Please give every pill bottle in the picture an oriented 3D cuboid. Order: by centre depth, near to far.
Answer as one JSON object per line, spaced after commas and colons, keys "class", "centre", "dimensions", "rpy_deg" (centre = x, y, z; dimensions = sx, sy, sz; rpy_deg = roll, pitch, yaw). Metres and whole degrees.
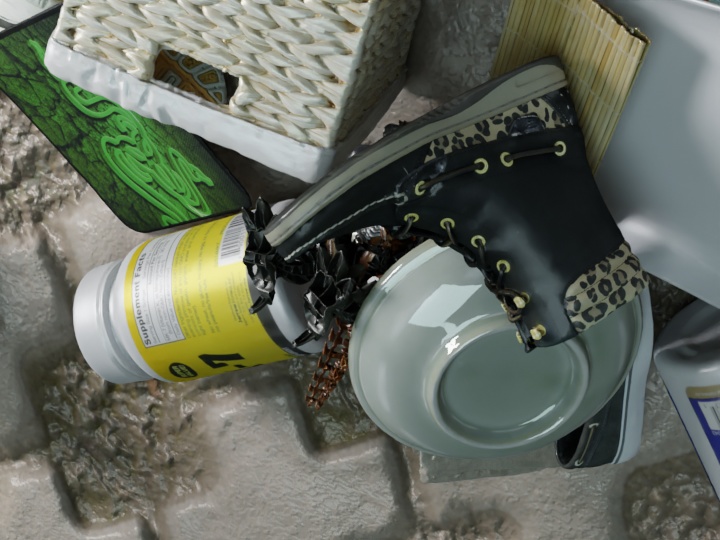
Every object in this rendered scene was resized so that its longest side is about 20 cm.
{"class": "pill bottle", "centre": [0.293, 0.117, 0.937], "dimensions": [0.118, 0.120, 0.202], "rpy_deg": [-19, 109, 27]}
{"class": "pill bottle", "centre": [-0.115, 0.022, 1.033], "dimensions": [0.198, 0.114, 0.115], "rpy_deg": [-14, 112, 29]}

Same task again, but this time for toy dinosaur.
{"class": "toy dinosaur", "centre": [0.000, 0.000, 0.918], "dimensions": [0.101, 0.135, 0.204], "rpy_deg": [5, 97, 41]}

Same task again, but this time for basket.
{"class": "basket", "centre": [-0.063, -0.186, 0.857], "dimensions": [0.196, 0.200, 0.163], "rpy_deg": [23, 120, 6]}

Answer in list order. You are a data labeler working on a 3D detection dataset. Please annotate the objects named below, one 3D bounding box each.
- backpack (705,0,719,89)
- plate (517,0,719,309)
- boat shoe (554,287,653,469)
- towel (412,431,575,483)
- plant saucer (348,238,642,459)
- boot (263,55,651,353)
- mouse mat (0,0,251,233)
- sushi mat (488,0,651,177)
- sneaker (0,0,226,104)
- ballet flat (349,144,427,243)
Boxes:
{"class": "backpack", "centre": [0.286, -0.147, 0.788], "dimensions": [0.175, 0.151, 0.202], "rpy_deg": [4, 127, 32]}
{"class": "plate", "centre": [0.176, -0.086, 0.808], "dimensions": [0.199, 0.032, 0.202], "rpy_deg": [31, 142, 40]}
{"class": "boat shoe", "centre": [0.166, 0.061, 0.955], "dimensions": [0.056, 0.069, 0.203], "rpy_deg": [-15, 123, -14]}
{"class": "towel", "centre": [0.104, 0.065, 0.998], "dimensions": [0.130, 0.035, 0.203], "rpy_deg": [-4, 118, -14]}
{"class": "plant saucer", "centre": [0.092, 0.061, 0.877], "dimensions": [0.197, 0.051, 0.202], "rpy_deg": [-5, 128, -6]}
{"class": "boot", "centre": [0.061, -0.015, 0.783], "dimensions": [0.202, 0.073, 0.155], "rpy_deg": [-29, 95, -12]}
{"class": "mouse mat", "centre": [-0.184, -0.105, 0.998], "dimensions": [0.160, 0.008, 0.200], "rpy_deg": [-9, 131, 46]}
{"class": "sushi mat", "centre": [0.116, -0.097, 0.843], "dimensions": [0.096, 0.012, 0.201], "rpy_deg": [46, 149, 23]}
{"class": "sneaker", "centre": [-0.187, -0.160, 1.001], "dimensions": [0.199, 0.076, 0.088], "rpy_deg": [37, 139, 0]}
{"class": "ballet flat", "centre": [0.021, 0.008, 1.006], "dimensions": [0.072, 0.073, 0.203], "rpy_deg": [-7, 114, 22]}
